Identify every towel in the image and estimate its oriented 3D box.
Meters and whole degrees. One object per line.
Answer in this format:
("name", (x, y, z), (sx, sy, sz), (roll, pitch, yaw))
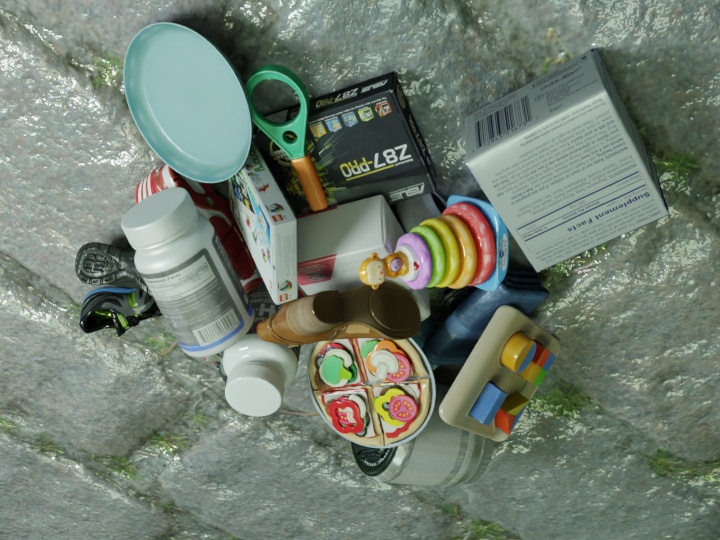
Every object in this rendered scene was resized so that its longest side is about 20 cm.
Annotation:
("towel", (0.177, 0.071, 1.235), (0.110, 0.049, 0.200), (5, 141, -38))

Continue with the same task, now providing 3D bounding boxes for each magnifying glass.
("magnifying glass", (-0.084, -0.160, 1.040), (0.078, 0.023, 0.202), (-9, 129, 17))

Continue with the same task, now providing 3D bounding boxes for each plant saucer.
("plant saucer", (-0.208, -0.206, 1.030), (0.196, 0.027, 0.204), (18, 129, 23))

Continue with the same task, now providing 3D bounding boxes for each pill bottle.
("pill bottle", (-0.140, 0.107, 1.222), (0.108, 0.202, 0.112), (2, 132, 3))
("pill bottle", (-0.227, 0.002, 1.104), (0.111, 0.115, 0.203), (-13, 120, 17))

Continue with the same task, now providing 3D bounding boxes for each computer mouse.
("computer mouse", (0.115, -0.032, 1.177), (0.108, 0.044, 0.200), (-26, 124, 27))

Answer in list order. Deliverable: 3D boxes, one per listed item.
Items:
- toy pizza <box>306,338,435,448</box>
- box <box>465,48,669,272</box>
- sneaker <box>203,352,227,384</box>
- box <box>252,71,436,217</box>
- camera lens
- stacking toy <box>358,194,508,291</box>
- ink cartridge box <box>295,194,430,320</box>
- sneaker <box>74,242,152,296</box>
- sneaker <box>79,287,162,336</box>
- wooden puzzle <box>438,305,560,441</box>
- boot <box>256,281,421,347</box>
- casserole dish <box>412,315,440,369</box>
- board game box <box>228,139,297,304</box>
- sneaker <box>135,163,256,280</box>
("toy pizza", (0.010, 0.165, 1.193), (0.195, 0.032, 0.205), (7, 110, 19))
("box", (0.252, -0.130, 1.035), (0.181, 0.106, 0.201), (-25, 124, 24))
("sneaker", (-0.206, 0.112, 1.322), (0.073, 0.082, 0.201), (-23, 141, 4))
("box", (-0.018, -0.150, 1.085), (0.196, 0.050, 0.163), (-13, 131, 19))
("camera lens", (0.093, 0.256, 1.328), (0.196, 0.162, 0.161), (13, 135, -30))
("stacking toy", (0.082, -0.018, 1.051), (0.197, 0.109, 0.119), (-14, 112, -31))
("ink cartridge box", (0.000, 0.000, 1.160), (0.143, 0.084, 0.201), (-13, 146, 17))
("sneaker", (-0.311, -0.004, 1.222), (0.195, 0.091, 0.078), (12, 90, 14))
("sneaker", (-0.342, 0.061, 1.284), (0.195, 0.084, 0.072), (-10, 130, 14))
("wooden puzzle", (0.217, 0.162, 1.228), (0.199, 0.046, 0.188), (30, 92, -50))
("boot", (-0.030, 0.066, 1.129), (0.197, 0.076, 0.154), (10, 160, -35))
("casserole dish", (0.045, 0.129, 1.331), (0.196, 0.039, 0.122), (-14, 129, 17))
("board game box", (-0.128, -0.072, 1.071), (0.034, 0.201, 0.128), (-14, 136, -18))
("sneaker", (-0.237, -0.061, 1.185), (0.114, 0.079, 0.202), (-18, 116, 32))
